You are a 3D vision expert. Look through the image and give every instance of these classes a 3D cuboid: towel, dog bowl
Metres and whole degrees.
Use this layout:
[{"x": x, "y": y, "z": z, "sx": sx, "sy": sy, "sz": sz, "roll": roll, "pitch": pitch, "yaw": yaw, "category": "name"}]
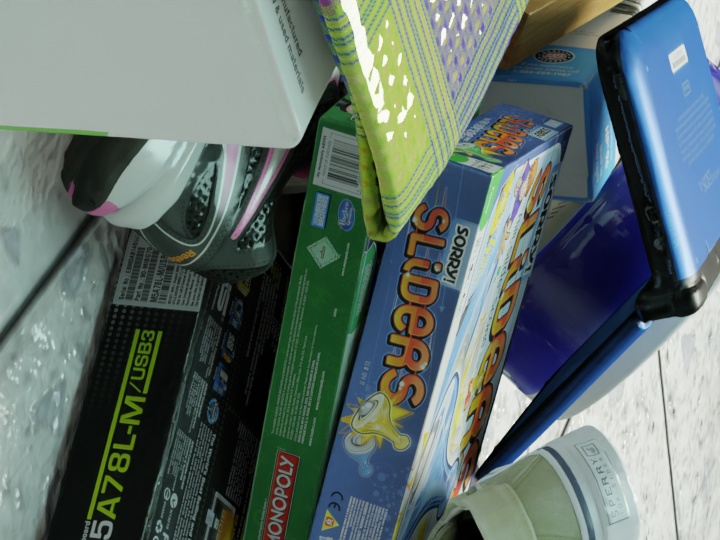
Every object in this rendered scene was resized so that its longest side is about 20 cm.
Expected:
[{"x": 0.028, "y": -0.124, "z": 0.750, "sx": 0.144, "sy": 0.023, "sz": 0.200, "roll": 71, "pitch": 35, "yaw": -47, "category": "towel"}, {"x": 0.141, "y": -0.019, "z": 1.246, "sx": 0.200, "sy": 0.079, "sz": 0.200, "roll": -48, "pitch": -176, "yaw": 5, "category": "dog bowl"}]

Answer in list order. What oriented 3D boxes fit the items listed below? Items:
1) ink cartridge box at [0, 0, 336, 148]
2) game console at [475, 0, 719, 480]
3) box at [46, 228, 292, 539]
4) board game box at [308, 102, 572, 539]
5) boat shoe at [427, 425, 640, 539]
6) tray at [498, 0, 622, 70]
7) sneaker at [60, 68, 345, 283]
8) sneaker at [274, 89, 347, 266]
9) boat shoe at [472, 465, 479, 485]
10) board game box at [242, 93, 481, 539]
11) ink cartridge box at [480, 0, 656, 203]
[{"x": -0.061, "y": -0.139, "z": 0.758, "sx": 0.084, "sy": 0.145, "sz": 0.200, "roll": 72, "pitch": 30, "yaw": -43, "category": "ink cartridge box"}, {"x": 0.102, "y": -0.020, "z": 1.045, "sx": 0.200, "sy": 0.118, "sz": 0.171, "roll": -38, "pitch": 112, "yaw": -71, "category": "game console"}, {"x": -0.060, "y": 0.093, "z": 0.955, "sx": 0.193, "sy": 0.047, "sz": 0.200, "roll": 57, "pitch": 42, "yaw": -62, "category": "box"}, {"x": 0.029, "y": 0.040, "z": 0.932, "sx": 0.135, "sy": 0.034, "sz": 0.200, "roll": -35, "pitch": 141, "yaw": -68, "category": "board game box"}, {"x": 0.053, "y": 0.109, "z": 0.917, "sx": 0.200, "sy": 0.062, "sz": 0.072, "roll": 110, "pitch": -38, "yaw": -66, "category": "boat shoe"}, {"x": 0.086, "y": -0.164, "z": 1.141, "sx": 0.200, "sy": 0.099, "sz": 0.037, "roll": -33, "pitch": 152, "yaw": -50, "category": "tray"}, {"x": -0.037, "y": -0.078, "z": 0.897, "sx": 0.086, "sy": 0.080, "sz": 0.200, "roll": 44, "pitch": 60, "yaw": -26, "category": "sneaker"}, {"x": 0.000, "y": 0.000, "z": 1.056, "sx": 0.200, "sy": 0.075, "sz": 0.090, "roll": 63, "pitch": 36, "yaw": -39, "category": "sneaker"}, {"x": 0.028, "y": 0.096, "z": 1.147, "sx": 0.200, "sy": 0.072, "sz": 0.065, "roll": 33, "pitch": 69, "yaw": -60, "category": "boat shoe"}, {"x": 0.003, "y": 0.012, "z": 0.930, "sx": 0.135, "sy": 0.029, "sz": 0.200, "roll": -48, "pitch": 153, "yaw": -61, "category": "board game box"}, {"x": 0.092, "y": -0.112, "z": 1.198, "sx": 0.200, "sy": 0.116, "sz": 0.068, "roll": -53, "pitch": 143, "yaw": -53, "category": "ink cartridge box"}]
